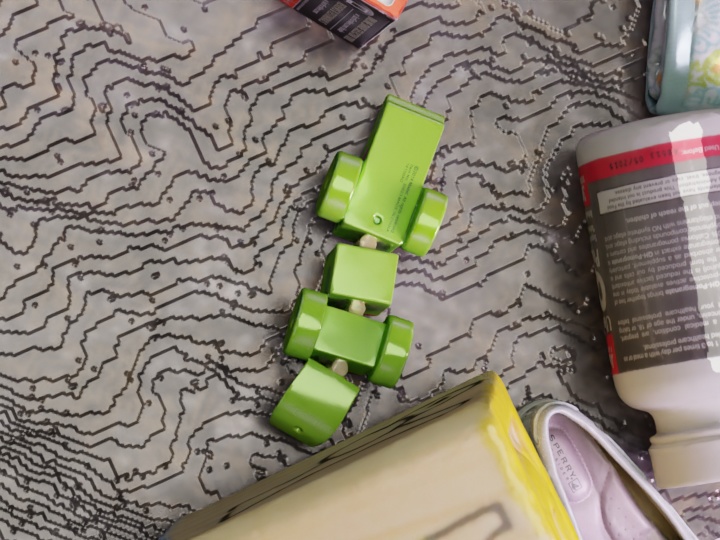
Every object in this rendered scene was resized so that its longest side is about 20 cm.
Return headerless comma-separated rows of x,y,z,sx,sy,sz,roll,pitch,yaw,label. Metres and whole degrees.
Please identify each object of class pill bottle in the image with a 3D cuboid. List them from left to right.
0.188,0.015,1.579,0.111,0.111,0.200,-9,86,-12,pill bottle

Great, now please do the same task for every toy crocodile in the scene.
0.000,0.000,1.575,0.067,0.062,0.200,17,77,-9,toy crocodile

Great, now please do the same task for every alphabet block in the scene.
0.021,0.184,1.469,0.200,0.195,0.197,-26,92,6,alphabet block

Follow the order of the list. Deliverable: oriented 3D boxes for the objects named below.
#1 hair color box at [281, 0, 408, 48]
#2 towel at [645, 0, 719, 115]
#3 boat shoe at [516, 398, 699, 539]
0.033,-0.228,1.576,0.061,0.102,0.200,30,80,-8,hair color box
0.254,-0.180,1.616,0.171,0.048,0.200,3,105,-10,towel
0.151,0.158,1.583,0.074,0.065,0.202,-33,91,-12,boat shoe
